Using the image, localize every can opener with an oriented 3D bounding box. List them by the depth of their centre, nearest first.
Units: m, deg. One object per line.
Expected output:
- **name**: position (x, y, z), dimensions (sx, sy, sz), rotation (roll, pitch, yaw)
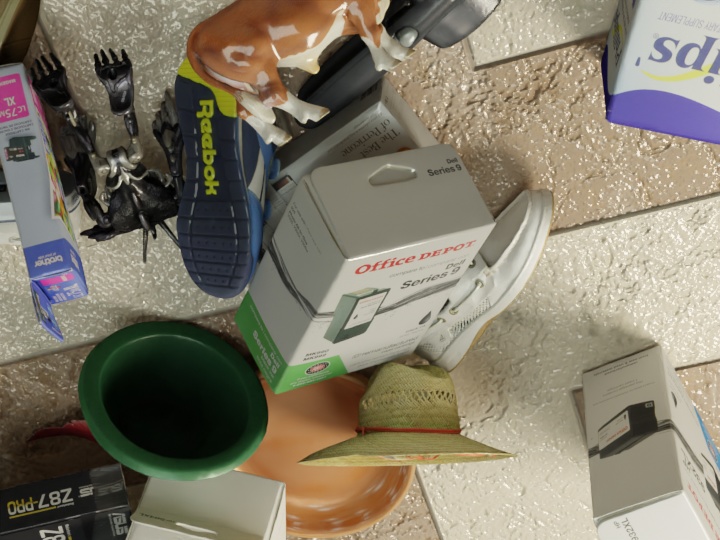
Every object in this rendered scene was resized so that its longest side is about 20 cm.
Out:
- **can opener**: position (0.020, -0.176, 1.259), dimensions (0.199, 0.064, 0.079), rotation (-37, 109, 24)

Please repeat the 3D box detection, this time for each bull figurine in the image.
- **bull figurine**: position (-0.029, -0.186, 1.183), dimensions (0.199, 0.065, 0.122), rotation (-34, 96, -1)

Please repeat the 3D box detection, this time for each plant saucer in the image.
- **plant saucer**: position (-0.046, 0.163, 1.495), dimensions (0.198, 0.038, 0.202), rotation (3, 123, 4)

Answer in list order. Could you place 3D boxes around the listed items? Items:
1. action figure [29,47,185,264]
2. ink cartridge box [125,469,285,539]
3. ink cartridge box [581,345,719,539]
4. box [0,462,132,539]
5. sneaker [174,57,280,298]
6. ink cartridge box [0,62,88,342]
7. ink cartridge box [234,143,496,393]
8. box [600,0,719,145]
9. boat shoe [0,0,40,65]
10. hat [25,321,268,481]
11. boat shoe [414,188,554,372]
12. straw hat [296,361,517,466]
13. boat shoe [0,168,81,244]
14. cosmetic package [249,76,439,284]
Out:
- **action figure**: position (-0.191, -0.098, 1.307), dimensions (0.118, 0.103, 0.201), rotation (-13, 141, 4)
- **ink cartridge box**: position (-0.141, 0.269, 1.475), dimensions (0.127, 0.126, 0.201), rotation (12, 143, 6)
- **ink cartridge box**: position (0.260, 0.187, 1.388), dimensions (0.083, 0.201, 0.146), rotation (-22, 118, 18)
- **box**: position (-0.289, 0.254, 1.495), dimensions (0.159, 0.049, 0.201), rotation (-13, 151, -11)
- **sneaker**: position (-0.100, -0.078, 1.293), dimensions (0.073, 0.082, 0.202), rotation (9, 105, 25)
- **ink cartridge box**: position (-0.253, -0.050, 1.271), dimensions (0.042, 0.119, 0.202), rotation (-12, 81, -6)
- **ink cartridge box**: position (0.000, 0.000, 1.289), dimensions (0.145, 0.085, 0.201), rotation (-15, 153, -29)
- **box**: position (0.291, -0.200, 1.197), dimensions (0.182, 0.105, 0.202), rotation (11, 123, -2)
- **boat shoe**: position (-0.324, -0.157, 1.297), dimensions (0.065, 0.072, 0.201), rotation (35, 115, 1)
- **hat**: position (-0.186, 0.159, 1.455), dimensions (0.164, 0.201, 0.177), rotation (-11, 141, -28)
- **boat shoe**: position (0.092, 0.004, 1.362), dimensions (0.069, 0.071, 0.201), rotation (25, 122, -13)
- **straw hat**: position (0.041, 0.122, 1.384), dimensions (0.199, 0.201, 0.086), rotation (-3, 81, 6)
- **boat shoe**: position (-0.338, -0.038, 1.378), dimensions (0.200, 0.075, 0.087), rotation (-3, 126, -5)
- **cosmetic package**: position (-0.034, -0.068, 1.340), dimensions (0.199, 0.051, 0.083), rotation (-34, 115, 23)
